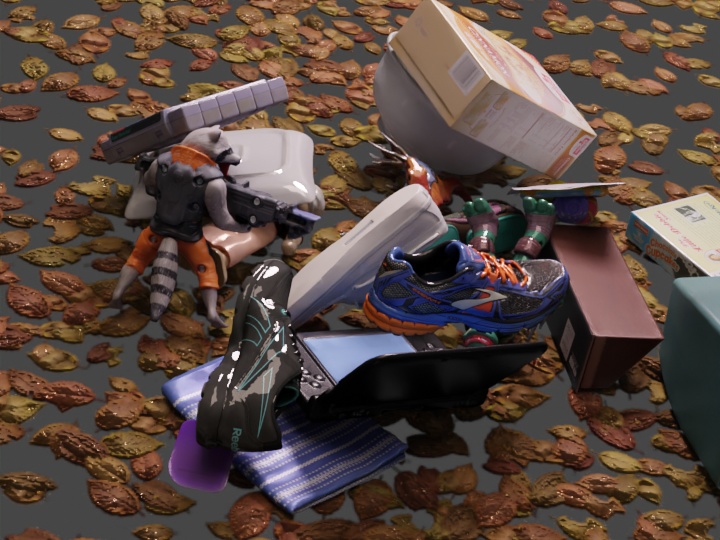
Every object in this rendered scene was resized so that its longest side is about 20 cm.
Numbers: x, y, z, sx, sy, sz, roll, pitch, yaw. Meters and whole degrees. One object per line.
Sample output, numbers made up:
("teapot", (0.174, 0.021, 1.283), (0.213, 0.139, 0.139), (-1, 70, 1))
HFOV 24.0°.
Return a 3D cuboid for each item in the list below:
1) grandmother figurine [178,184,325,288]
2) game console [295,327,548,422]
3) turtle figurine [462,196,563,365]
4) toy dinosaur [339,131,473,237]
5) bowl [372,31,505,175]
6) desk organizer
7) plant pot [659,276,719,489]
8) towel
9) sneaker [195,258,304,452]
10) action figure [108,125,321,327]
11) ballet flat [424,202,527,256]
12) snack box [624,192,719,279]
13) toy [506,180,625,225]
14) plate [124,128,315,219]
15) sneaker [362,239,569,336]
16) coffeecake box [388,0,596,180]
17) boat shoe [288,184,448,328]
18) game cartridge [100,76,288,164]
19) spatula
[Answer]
("grandmother figurine", (-0.110, -0.048, 1.774), (0.121, 0.061, 0.200), (40, 40, 18))
("game console", (0.037, 0.070, 1.554), (0.199, 0.117, 0.176), (-2, 34, -34))
("turtle figurine", (0.131, 0.017, 1.686), (0.149, 0.101, 0.201), (11, 52, 9))
("toy dinosaur", (0.068, -0.094, 1.781), (0.199, 0.106, 0.181), (-6, 14, -22))
("bowl", (0.082, -0.173, 1.932), (0.201, 0.090, 0.201), (36, 22, -17))
("desk organizer", (0.235, 0.034, 1.718), (0.077, 0.072, 0.200), (3, 35, -13))
("plant pot", (0.371, 0.089, 1.613), (0.140, 0.142, 0.200), (-2, 29, -16))
("towel", (-0.071, 0.135, 1.543), (0.144, 0.024, 0.200), (-22, 45, -36))
("sneaker", (-0.084, 0.079, 1.499), (0.079, 0.076, 0.201), (12, 55, 8))
("action figure", (-0.148, -0.043, 1.632), (0.199, 0.195, 0.105), (11, 4, 15))
("ballet flat", (0.091, -0.032, 1.795), (0.199, 0.070, 0.071), (-18, 24, -40))
("snack box", (0.396, -0.011, 1.848), (0.116, 0.037, 0.200), (-13, 40, -30))
("toy", (0.219, -0.072, 1.824), (0.114, 0.048, 0.200), (-4, 4, 3))
("plate", (-0.149, -0.111, 1.813), (0.199, 0.033, 0.200), (-5, 24, 0))
("sneaker", (0.103, 0.011, 1.561), (0.199, 0.079, 0.075), (-6, 37, -19))
("coffeecake box", (0.147, -0.200, 1.871), (0.200, 0.073, 0.154), (20, 29, -46))
("boat shoe", (0.000, 0.000, 1.673), (0.200, 0.069, 0.072), (-42, 17, -6))
("game cartridge", (-0.176, -0.155, 1.746), (0.129, 0.039, 0.200), (-16, 2, -33))
("spatula", (-0.121, 0.113, 1.524), (0.056, 0.021, 0.201), (8, 46, 12))
